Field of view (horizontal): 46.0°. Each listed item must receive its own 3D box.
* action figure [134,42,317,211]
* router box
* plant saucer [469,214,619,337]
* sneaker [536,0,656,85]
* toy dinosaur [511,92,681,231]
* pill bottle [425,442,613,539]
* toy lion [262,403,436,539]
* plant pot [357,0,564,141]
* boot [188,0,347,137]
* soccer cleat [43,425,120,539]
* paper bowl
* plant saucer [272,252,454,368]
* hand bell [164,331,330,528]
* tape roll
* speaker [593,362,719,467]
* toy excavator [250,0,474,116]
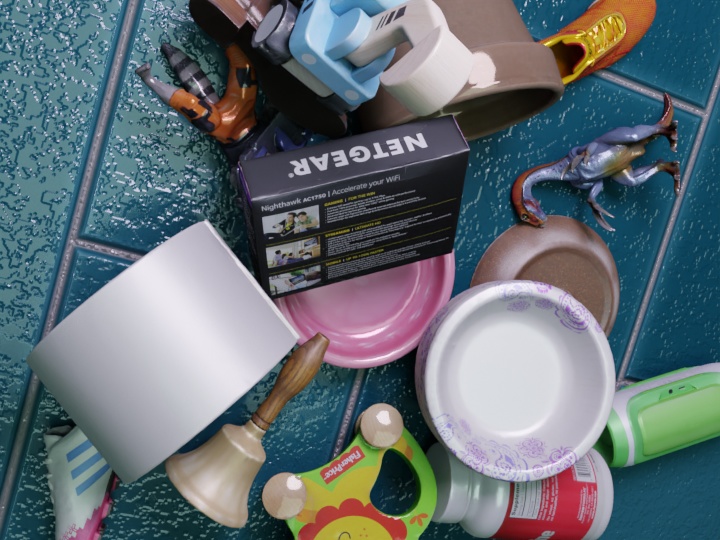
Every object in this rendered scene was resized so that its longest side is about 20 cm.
[{"bbox_3d":[-0.102,-0.158,0.830,0.200,0.104,0.194,-49,119,-32],"label":"action figure"},{"bbox_3d":[-0.005,-0.055,0.779,0.198,0.051,0.150,-14,146,-12],"label":"router box"},{"bbox_3d":[0.220,0.038,0.976,0.198,0.037,0.203,-3,100,-17],"label":"plant saucer"},{"bbox_3d":[0.245,-0.239,0.910,0.199,0.077,0.073,-34,106,-10],"label":"sneaker"},{"bbox_3d":[0.264,-0.110,0.954,0.179,0.200,0.106,-4,118,20],"label":"toy dinosaur"},{"bbox_3d":[0.174,0.247,0.961,0.198,0.112,0.114,9,98,-18],"label":"pill bottle"},{"bbox_3d":[0.000,0.270,0.891,0.199,0.069,0.193,-34,82,-14],"label":"toy lion"},{"bbox_3d":[0.081,-0.224,0.819,0.198,0.200,0.177,-12,85,-14],"label":"plant pot"},{"bbox_3d":[-0.039,-0.252,0.795,0.186,0.064,0.201,44,58,-21],"label":"boot"},{"bbox_3d":[-0.281,0.204,0.844,0.085,0.070,0.202,19,89,-9],"label":"soccer cleat"},{"bbox_3d":[0.155,0.111,0.890,0.198,0.104,0.203,0,90,-6],"label":"paper bowl"},{"bbox_3d":[0.000,0.000,0.890,0.198,0.051,0.203,-4,105,-15],"label":"plant saucer"},{"bbox_3d":[-0.096,0.146,0.859,0.104,0.104,0.201,38,91,-19],"label":"hand bell"},{"bbox_3d":[-0.174,0.071,0.760,0.202,0.203,0.140,-40,93,-6],"label":"tape roll"},{"bbox_3d":[0.372,0.172,1.022,0.198,0.088,0.089,-14,104,-14],"label":"speaker"},{"bbox_3d":[0.010,-0.187,0.649,0.100,0.199,0.196,33,58,-32],"label":"toy excavator"}]
